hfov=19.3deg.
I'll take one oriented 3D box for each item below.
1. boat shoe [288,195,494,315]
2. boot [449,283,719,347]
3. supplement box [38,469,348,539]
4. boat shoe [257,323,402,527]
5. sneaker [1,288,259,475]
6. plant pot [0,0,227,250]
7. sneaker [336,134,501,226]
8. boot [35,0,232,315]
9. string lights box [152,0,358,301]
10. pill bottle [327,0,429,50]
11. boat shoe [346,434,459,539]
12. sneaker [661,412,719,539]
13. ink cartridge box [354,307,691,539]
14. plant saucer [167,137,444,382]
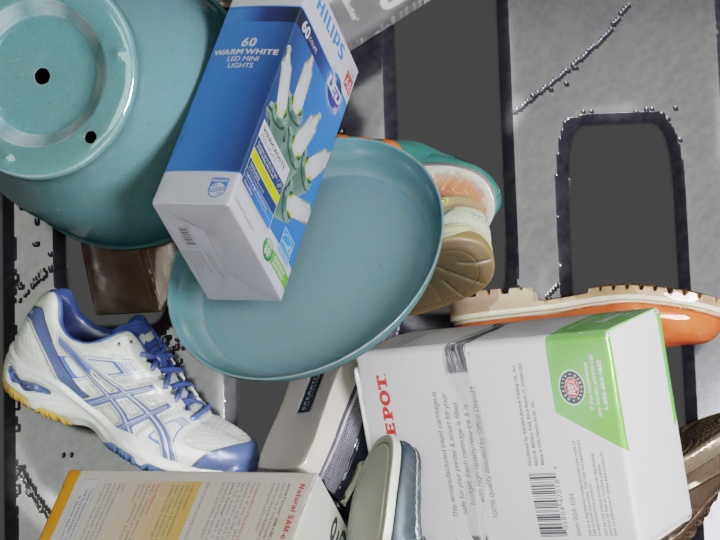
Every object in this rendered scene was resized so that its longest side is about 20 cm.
[{"bbox_3d":[0.000,0.000,1.462,0.198,0.074,0.067,-13,38,17],"label":"boat shoe"},{"bbox_3d":[0.165,0.062,1.500,0.198,0.075,0.108,-5,85,10],"label":"boot"},{"bbox_3d":[-0.121,0.205,1.428,0.198,0.074,0.127,-1,46,25],"label":"supplement box"},{"bbox_3d":[0.001,0.090,1.508,0.093,0.074,0.201,41,61,-32],"label":"boat shoe"},{"bbox_3d":[-0.156,0.082,1.495,0.199,0.075,0.089,24,103,5],"label":"sneaker"},{"bbox_3d":[-0.186,-0.121,1.423,0.198,0.188,0.202,-1,86,13],"label":"plant pot"},{"bbox_3d":[0.003,-0.062,1.520,0.198,0.080,0.072,12,101,7],"label":"sneaker"},{"bbox_3d":[-0.132,-0.077,1.531,0.185,0.064,0.202,-22,78,13],"label":"boot"},{"bbox_3d":[-0.067,-0.091,1.408,0.058,0.103,0.201,2,54,23],"label":"string lights box"},{"bbox_3d":[0.019,-0.242,1.524,0.199,0.114,0.114,-33,82,-2],"label":"pill bottle"},{"bbox_3d":[0.026,0.212,1.403,0.061,0.075,0.202,8,77,-16],"label":"boat shoe"},{"bbox_3d":[0.204,0.176,1.490,0.199,0.070,0.076,-34,98,3],"label":"sneaker"},{"bbox_3d":[0.108,0.110,1.425,0.199,0.084,0.147,-6,98,35],"label":"ink cartridge box"},{"bbox_3d":[-0.034,-0.004,1.410,0.198,0.027,0.201,-14,49,16],"label":"plant saucer"}]
